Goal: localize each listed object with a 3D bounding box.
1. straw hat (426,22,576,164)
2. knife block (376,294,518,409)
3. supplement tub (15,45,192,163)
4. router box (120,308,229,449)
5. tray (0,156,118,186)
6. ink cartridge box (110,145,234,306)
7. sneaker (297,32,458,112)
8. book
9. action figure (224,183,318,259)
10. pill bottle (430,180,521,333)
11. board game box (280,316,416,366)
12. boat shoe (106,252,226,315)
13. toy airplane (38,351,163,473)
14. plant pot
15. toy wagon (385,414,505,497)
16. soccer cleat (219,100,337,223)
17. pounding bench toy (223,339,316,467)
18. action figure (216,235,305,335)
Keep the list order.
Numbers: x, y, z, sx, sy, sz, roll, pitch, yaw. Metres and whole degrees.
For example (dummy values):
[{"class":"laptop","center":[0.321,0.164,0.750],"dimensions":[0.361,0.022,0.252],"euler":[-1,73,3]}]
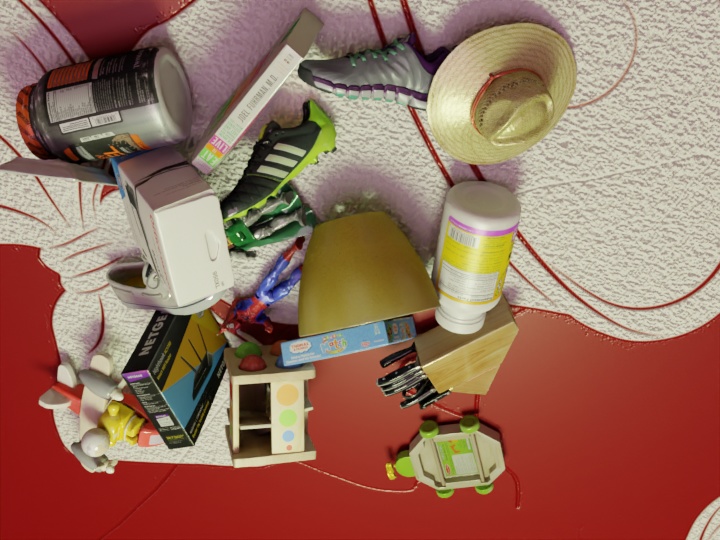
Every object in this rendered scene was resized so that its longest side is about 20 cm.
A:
[{"class":"straw hat","center":[0.185,-0.195,1.092],"dimensions":[0.198,0.086,0.203],"euler":[-8,128,-11]},{"class":"knife block","center":[0.120,0.122,1.340],"dimensions":[0.173,0.064,0.202],"euler":[8,127,-18]},{"class":"supplement tub","center":[-0.324,-0.206,1.143],"dimensions":[0.197,0.123,0.124],"euler":[-9,124,12]},{"class":"router box","center":[-0.263,0.137,1.324],"dimensions":[0.050,0.201,0.150],"euler":[-11,123,19]},{"class":"tray","center":[-0.389,-0.129,1.178],"dimensions":[0.106,0.200,0.023],"euler":[8,94,0]},{"class":"ink cartridge box","center":[-0.248,-0.069,1.177],"dimensions":[0.083,0.200,0.146],"euler":[-22,126,-20]},{"class":"sneaker","center":[0.022,-0.257,1.108],"dimensions":[0.197,0.075,0.089],"euler":[5,116,-19]},{"class":"book","center":[-0.125,-0.218,1.108],"dimensions":[0.048,0.134,0.200],"euler":[38,119,-15]},{"class":"action figure","center":[-0.170,-0.056,1.277],"dimensions":[0.198,0.055,0.119],"euler":[-22,123,24]},{"class":"pill bottle","center":[0.153,-0.014,1.242],"dimensions":[0.103,0.105,0.202],"euler":[8,126,0]},{"class":"board game box","center":[-0.011,0.100,1.290],"dimensions":[0.149,0.200,0.037],"euler":[-13,85,14]},{"class":"boat shoe","center":[-0.287,0.008,1.291],"dimensions":[0.199,0.075,0.086],"euler":[2,144,32]},{"class":"toy airplane","center":[-0.421,0.234,1.444],"dimensions":[0.197,0.142,0.201],"euler":[-22,120,20]},{"class":"plant pot","center":[0.000,0.000,1.230],"dimensions":[0.197,0.200,0.144],"euler":[-12,87,13]},{"class":"toy wagon","center":[0.139,0.313,1.508],"dimensions":[0.197,0.040,0.157],"euler":[-9,123,12]},{"class":"soccer cleat","center":[-0.118,-0.140,1.162],"dimensions":[0.200,0.067,0.081],"euler":[-41,106,-17]},{"class":"pounding bench toy","center":[-0.146,0.181,1.383],"dimensions":[0.122,0.200,0.159],"euler":[-3,104,-14]},{"class":"action figure","center":[-0.138,0.046,1.318],"dimensions":[0.065,0.100,0.200],"euler":[37,123,-18]}]
